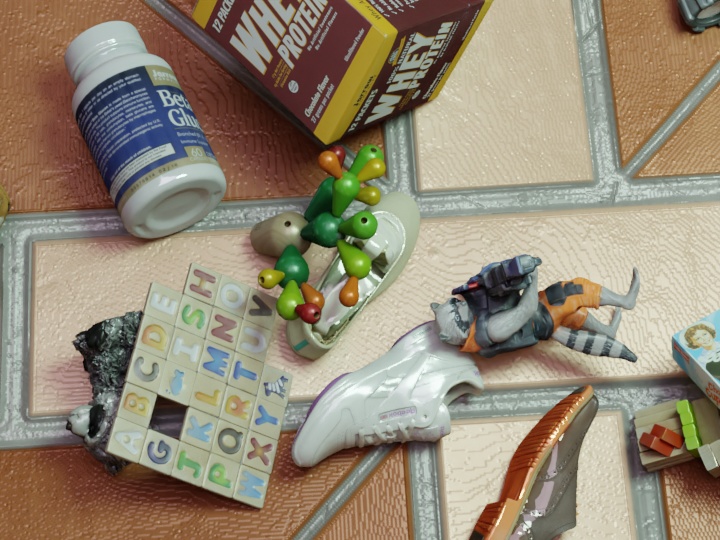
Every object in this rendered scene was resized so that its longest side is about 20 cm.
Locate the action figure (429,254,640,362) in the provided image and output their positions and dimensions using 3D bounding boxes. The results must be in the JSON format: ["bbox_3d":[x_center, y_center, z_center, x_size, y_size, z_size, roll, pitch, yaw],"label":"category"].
[{"bbox_3d":[0.161,0.039,1.528,0.191,0.200,0.106,-5,84,-2],"label":"action figure"}]

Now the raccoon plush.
[{"bbox_3d":[-0.183,0.107,1.556,0.198,0.097,0.135,-17,76,-6],"label":"raccoon plush"}]

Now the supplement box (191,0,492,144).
[{"bbox_3d":[-0.016,-0.258,1.616,0.197,0.133,0.199,44,38,15],"label":"supplement box"}]

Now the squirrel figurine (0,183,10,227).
[{"bbox_3d":[-0.437,-0.039,1.593,0.198,0.142,0.188,18,63,5],"label":"squirrel figurine"}]

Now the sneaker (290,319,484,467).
[{"bbox_3d":[0.027,0.130,1.547,0.199,0.075,0.100,-34,70,-12],"label":"sneaker"}]

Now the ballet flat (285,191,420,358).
[{"bbox_3d":[0.000,0.000,1.604,0.069,0.070,0.201,30,72,12],"label":"ballet flat"}]

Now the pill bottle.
[{"bbox_3d":[-0.220,-0.143,1.641,0.110,0.111,0.201,-25,70,-9],"label":"pill bottle"}]

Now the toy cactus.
[{"bbox_3d":[-0.052,-0.037,1.575,0.102,0.164,0.202,32,67,-35],"label":"toy cactus"}]

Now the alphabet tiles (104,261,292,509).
[{"bbox_3d":[-0.140,0.102,1.549,0.166,0.008,0.202,24,66,-26],"label":"alphabet tiles"}]

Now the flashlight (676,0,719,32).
[{"bbox_3d":[0.337,-0.352,1.742,0.067,0.068,0.202,-19,70,-2],"label":"flashlight"}]

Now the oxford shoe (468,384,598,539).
[{"bbox_3d":[0.174,0.199,1.531,0.073,0.071,0.201,35,76,-7],"label":"oxford shoe"}]

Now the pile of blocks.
[{"bbox_3d":[0.340,0.152,1.510,0.198,0.062,0.083,7,78,23],"label":"pile of blocks"}]

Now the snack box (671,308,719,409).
[{"bbox_3d":[0.400,0.061,1.522,0.199,0.037,0.116,-28,48,-14],"label":"snack box"}]
